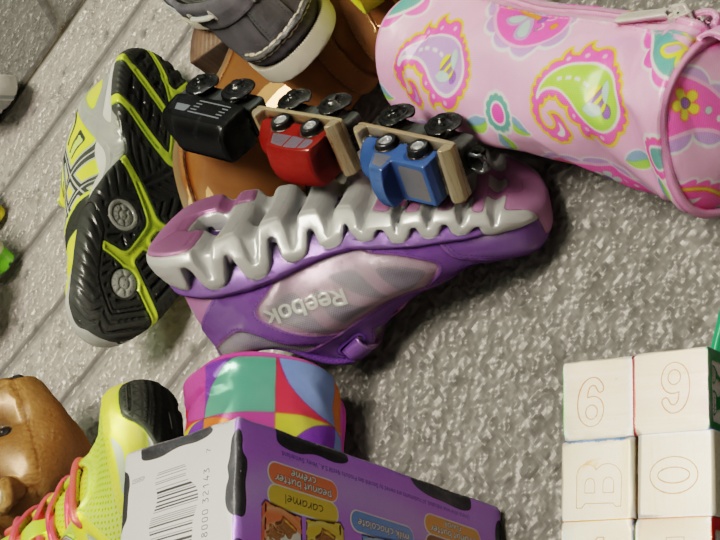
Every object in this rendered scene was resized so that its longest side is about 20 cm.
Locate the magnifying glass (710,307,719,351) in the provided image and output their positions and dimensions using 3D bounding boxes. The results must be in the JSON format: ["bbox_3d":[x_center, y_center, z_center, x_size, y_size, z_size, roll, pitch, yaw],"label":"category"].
[{"bbox_3d":[0.151,0.058,0.609,0.200,0.022,0.080,-56,43,7],"label":"magnifying glass"}]

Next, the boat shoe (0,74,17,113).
[{"bbox_3d":[-0.320,-0.105,1.125,0.199,0.072,0.069,-5,89,37],"label":"boat shoe"}]

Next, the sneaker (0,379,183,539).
[{"bbox_3d":[-0.127,0.129,0.692,0.078,0.090,0.201,-97,17,-52],"label":"sneaker"}]

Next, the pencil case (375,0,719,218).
[{"bbox_3d":[0.095,-0.085,0.680,0.200,0.087,0.088,23,88,51],"label":"pencil case"}]

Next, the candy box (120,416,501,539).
[{"bbox_3d":[-0.015,0.179,0.605,0.071,0.167,0.201,-22,57,36],"label":"candy box"}]

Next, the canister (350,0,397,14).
[{"bbox_3d":[0.042,-0.236,0.763,0.200,0.087,0.149,-38,38,1],"label":"canister"}]

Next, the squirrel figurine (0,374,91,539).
[{"bbox_3d":[-0.228,0.151,0.884,0.186,0.141,0.201,-14,76,29],"label":"squirrel figurine"}]

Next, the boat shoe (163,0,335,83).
[{"bbox_3d":[-0.077,-0.164,0.820,0.073,0.063,0.200,-49,36,6],"label":"boat shoe"}]

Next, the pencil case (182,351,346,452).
[{"bbox_3d":[-0.045,0.141,0.721,0.088,0.088,0.201,-22,59,37],"label":"pencil case"}]

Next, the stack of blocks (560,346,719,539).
[{"bbox_3d":[0.108,0.132,0.528,0.058,0.115,0.201,-9,70,36],"label":"stack of blocks"}]

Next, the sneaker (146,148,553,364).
[{"bbox_3d":[0.000,0.000,0.746,0.199,0.089,0.081,-11,23,18],"label":"sneaker"}]

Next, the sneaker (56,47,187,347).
[{"bbox_3d":[-0.144,-0.036,0.917,0.076,0.075,0.201,-33,40,39],"label":"sneaker"}]

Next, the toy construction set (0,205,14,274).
[{"bbox_3d":[-0.305,0.025,1.020,0.131,0.092,0.201,26,90,55],"label":"toy construction set"}]

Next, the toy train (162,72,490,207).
[{"bbox_3d":[-0.024,-0.062,0.731,0.199,0.034,0.046,14,48,40],"label":"toy train"}]

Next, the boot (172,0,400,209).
[{"bbox_3d":[-0.018,-0.094,0.821,0.155,0.077,0.201,-25,48,30],"label":"boot"}]
